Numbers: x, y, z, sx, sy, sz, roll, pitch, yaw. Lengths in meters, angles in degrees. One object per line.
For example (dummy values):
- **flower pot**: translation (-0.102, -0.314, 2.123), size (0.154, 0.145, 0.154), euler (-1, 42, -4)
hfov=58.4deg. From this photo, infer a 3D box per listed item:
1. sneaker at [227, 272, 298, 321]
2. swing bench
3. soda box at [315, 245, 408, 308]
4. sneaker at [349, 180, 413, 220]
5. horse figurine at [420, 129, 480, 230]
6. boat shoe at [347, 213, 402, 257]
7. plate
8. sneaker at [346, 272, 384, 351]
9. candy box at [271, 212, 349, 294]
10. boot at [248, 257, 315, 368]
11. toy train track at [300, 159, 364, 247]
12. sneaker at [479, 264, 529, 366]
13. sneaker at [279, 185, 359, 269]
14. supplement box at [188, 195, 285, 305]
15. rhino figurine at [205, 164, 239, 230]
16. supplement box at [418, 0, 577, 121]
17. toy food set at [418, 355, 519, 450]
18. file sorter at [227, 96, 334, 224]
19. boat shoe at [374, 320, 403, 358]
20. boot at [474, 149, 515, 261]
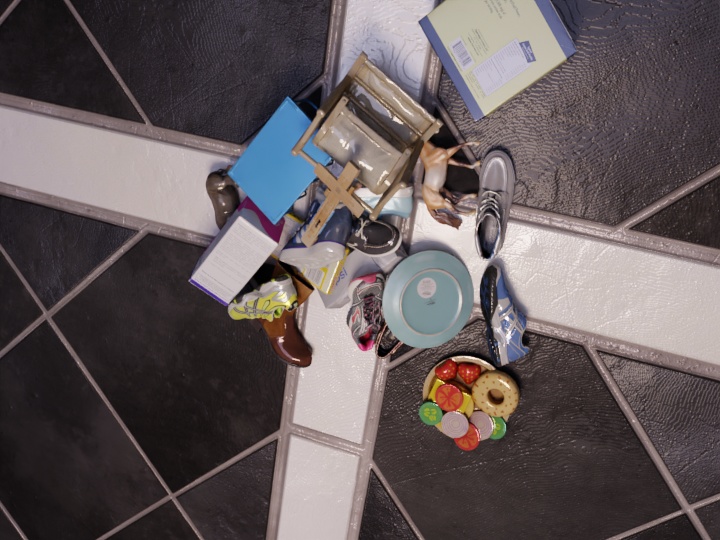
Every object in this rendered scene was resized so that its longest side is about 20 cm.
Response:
- **sneaker**: translation (-0.208, 0.074, 1.342), size (0.198, 0.075, 0.078), euler (-26, 91, 42)
- **swing bench**: translation (0.015, -0.244, 1.165), size (0.198, 0.202, 0.130), euler (38, 143, -10)
- **soda box**: translation (0.000, 0.000, 1.333), size (0.198, 0.063, 0.069), euler (-36, 72, 22)
- **sneaker**: translation (0.011, -0.134, 1.298), size (0.195, 0.074, 0.084), euler (4, 111, 20)
- **horse figurine**: translation (0.165, -0.177, 1.252), size (0.129, 0.050, 0.206), euler (6, 107, 14)
- **boat shoe**: translation (-0.003, -0.081, 1.276), size (0.197, 0.060, 0.075), euler (20, 80, 44)
- **plate**: translation (0.140, 0.062, 1.293), size (0.194, 0.026, 0.206), euler (-3, 104, -11)
- **sneaker**: translation (0.018, 0.081, 1.312), size (0.078, 0.076, 0.203), euler (-11, 140, -13)
- **candy box**: translation (-0.119, -0.045, 1.349), size (0.198, 0.026, 0.104), euler (33, 108, 28)
- **boot**: translation (-0.141, 0.093, 1.390), size (0.189, 0.068, 0.201), euler (48, 130, 13)
- **toy train track**: translation (-0.050, -0.117, 1.142), size (0.115, 0.032, 0.201), euler (45, 130, 8)
- **sneaker**: translation (0.287, 0.086, 1.287), size (0.075, 0.076, 0.206), euler (-11, 103, -4)
- **sneaker**: translation (-0.083, -0.090, 1.272), size (0.198, 0.079, 0.151), euler (-11, 65, 52)
- **supplement box**: translation (-0.257, -0.042, 1.344), size (0.102, 0.102, 0.200), euler (34, 119, -17)
- **rhino figurine**: translation (-0.279, -0.124, 1.394), size (0.085, 0.060, 0.205), euler (-6, 109, 16)
- **supplement box**: translation (0.240, -0.404, 1.119), size (0.197, 0.134, 0.203), euler (-31, 95, 22)
- **toy food set**: translation (0.225, 0.279, 1.363), size (0.196, 0.049, 0.202), euler (24, 111, 8)
- **file sorter**: translation (-0.138, -0.223, 1.290), size (0.139, 0.123, 0.200), euler (45, 112, 0)
- **boat shoe**: translation (0.092, 0.100, 1.341), size (0.069, 0.070, 0.203), euler (30, 110, 4)
- **boot**: translation (0.253, -0.120, 1.216), size (0.071, 0.096, 0.206), euler (3, 106, 15)
